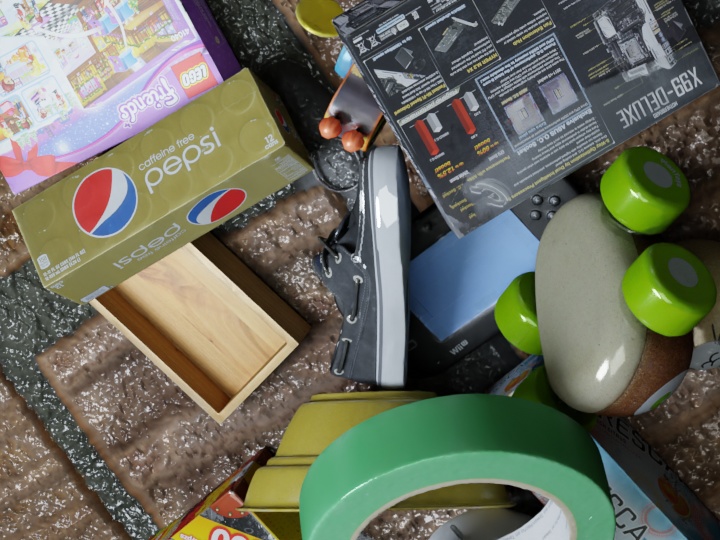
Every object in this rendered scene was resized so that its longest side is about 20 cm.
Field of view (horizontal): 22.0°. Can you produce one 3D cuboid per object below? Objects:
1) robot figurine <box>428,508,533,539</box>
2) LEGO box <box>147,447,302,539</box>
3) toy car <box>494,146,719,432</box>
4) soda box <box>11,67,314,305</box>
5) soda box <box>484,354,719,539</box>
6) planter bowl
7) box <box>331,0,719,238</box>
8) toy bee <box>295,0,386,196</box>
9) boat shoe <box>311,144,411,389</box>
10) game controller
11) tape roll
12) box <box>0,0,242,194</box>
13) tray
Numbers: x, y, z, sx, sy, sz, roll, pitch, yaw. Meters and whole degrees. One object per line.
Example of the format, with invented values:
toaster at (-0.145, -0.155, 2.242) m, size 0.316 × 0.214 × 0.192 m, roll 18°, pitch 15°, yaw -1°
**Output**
robot figurine at (0.095, 0.255, 1.347) m, size 0.169 × 0.113 × 0.200 m, roll -14°, pitch 128°, yaw -21°
LEGO box at (-0.069, 0.262, 1.433) m, size 0.200 × 0.077 × 0.149 m, roll 47°, pitch 117°, yaw -5°
toy car at (0.218, 0.037, 1.219) m, size 0.199 × 0.158 × 0.164 m, roll 15°, pitch 136°, yaw -24°
soda box at (-0.137, -0.057, 1.291) m, size 0.200 × 0.064 × 0.068 m, roll -30°, pitch 69°, yaw 9°
soda box at (0.172, 0.149, 1.318) m, size 0.068 × 0.064 × 0.200 m, roll -40°, pitch 96°, yaw 27°
planter bowl at (0.011, 0.128, 1.316) m, size 0.200 × 0.200 × 0.084 m, roll -2°, pitch 84°, yaw 18°
box at (0.107, -0.139, 1.172) m, size 0.200 × 0.050 × 0.158 m, roll -31°, pitch 113°, yaw 2°
toy bee at (0.017, -0.122, 1.232) m, size 0.130 × 0.109 × 0.201 m, roll 10°, pitch 114°, yaw 12°
boat shoe at (0.000, 0.000, 1.254) m, size 0.066 × 0.070 × 0.200 m, roll 3°, pitch 134°, yaw 5°
game controller at (0.077, -0.003, 1.298) m, size 0.200 × 0.042 × 0.104 m, roll -37°, pitch 97°, yaw 27°
tape roll at (0.061, 0.160, 1.187) m, size 0.200 × 0.048 × 0.201 m, roll -5°, pitch 138°, yaw -5°
box at (-0.200, -0.155, 1.325) m, size 0.200 × 0.039 × 0.137 m, roll -23°, pitch 103°, yaw 24°
tray at (-0.143, 0.010, 1.377) m, size 0.200 × 0.037 × 0.099 m, roll 44°, pitch 118°, yaw -2°
